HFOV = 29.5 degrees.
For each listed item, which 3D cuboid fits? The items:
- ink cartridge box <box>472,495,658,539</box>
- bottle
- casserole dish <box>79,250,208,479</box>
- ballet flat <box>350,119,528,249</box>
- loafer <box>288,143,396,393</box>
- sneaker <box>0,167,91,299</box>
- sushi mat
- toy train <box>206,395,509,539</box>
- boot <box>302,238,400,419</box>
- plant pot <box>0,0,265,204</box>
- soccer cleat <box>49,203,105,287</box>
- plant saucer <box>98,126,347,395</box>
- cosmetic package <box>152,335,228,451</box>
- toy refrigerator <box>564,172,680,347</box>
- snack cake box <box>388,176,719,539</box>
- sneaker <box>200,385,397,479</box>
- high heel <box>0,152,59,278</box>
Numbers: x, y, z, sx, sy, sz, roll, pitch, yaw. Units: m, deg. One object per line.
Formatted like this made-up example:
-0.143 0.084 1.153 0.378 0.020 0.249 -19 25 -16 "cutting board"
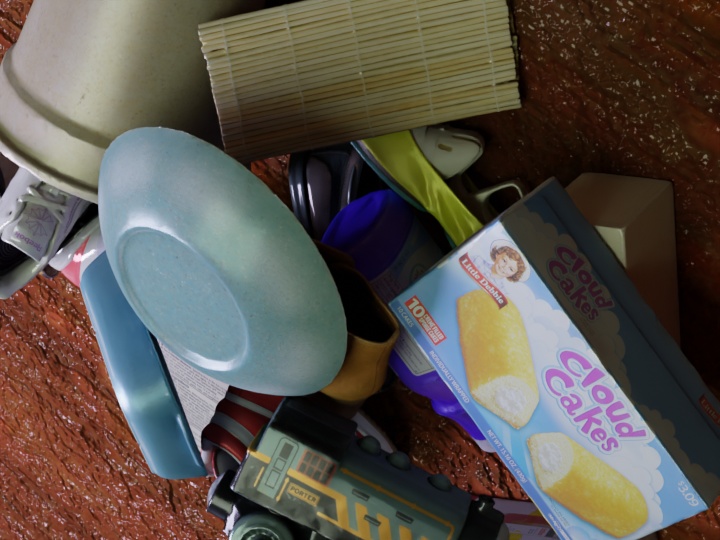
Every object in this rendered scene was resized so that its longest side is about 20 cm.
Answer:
0.105 0.238 0.990 0.198 0.145 0.084 0 114 38 "ink cartridge box"
0.050 0.041 0.946 0.065 0.084 0.201 -22 117 32 "bottle"
-0.159 0.068 0.978 0.201 0.038 0.122 -120 11 -47 "casserole dish"
0.070 -0.051 0.911 0.067 0.067 0.201 -39 91 24 "ballet flat"
0.000 0.000 0.988 0.062 0.072 0.202 -2 112 33 "loafer"
-0.242 -0.060 1.094 0.074 0.100 0.201 30 106 -22 "sneaker"
0.002 -0.130 0.866 0.198 0.012 0.097 -11 109 5 "sushi mat"
-0.001 0.166 0.896 0.198 0.085 0.115 27 104 4 "toy train"
-0.064 0.012 0.898 0.200 0.071 0.144 33 149 10 "boot"
-0.143 -0.170 0.932 0.200 0.200 0.185 34 121 18 "plant pot"
-0.184 -0.035 1.126 0.073 0.069 0.199 42 136 -18 "soccer cleat"
-0.098 0.008 0.839 0.200 0.039 0.202 28 141 25 "plant saucer"
-0.100 0.045 1.080 0.103 0.087 0.201 32 133 21 "cosmetic package"
0.159 0.046 0.879 0.069 0.076 0.202 9 121 35 "toy refrigerator"
0.123 0.062 0.816 0.201 0.067 0.115 54 138 2 "snack cake box"
-0.047 0.139 1.029 0.071 0.113 0.200 15 155 42 "sneaker"
-0.280 -0.080 1.159 0.143 0.071 0.200 54 148 3 "high heel"
